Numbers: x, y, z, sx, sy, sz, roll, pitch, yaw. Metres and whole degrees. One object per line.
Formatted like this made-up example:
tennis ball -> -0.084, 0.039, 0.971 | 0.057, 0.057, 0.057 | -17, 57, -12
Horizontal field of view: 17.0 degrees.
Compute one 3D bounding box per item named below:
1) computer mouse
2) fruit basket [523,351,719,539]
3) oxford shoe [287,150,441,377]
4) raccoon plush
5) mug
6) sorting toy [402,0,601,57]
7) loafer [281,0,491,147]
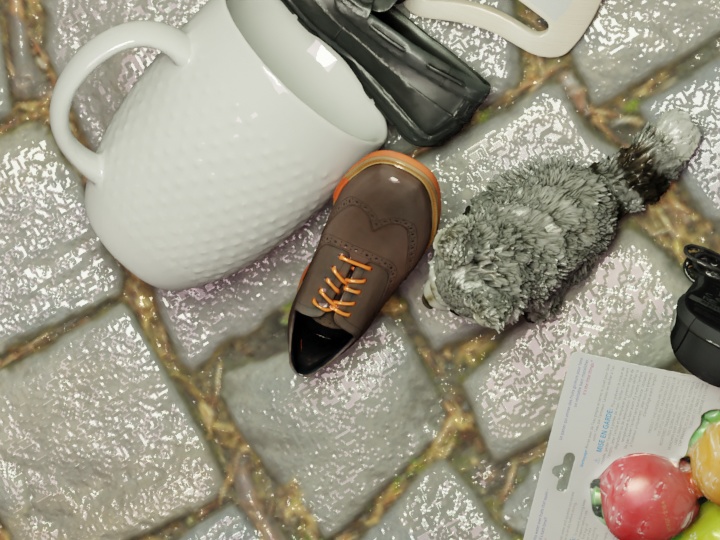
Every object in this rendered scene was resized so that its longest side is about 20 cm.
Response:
computer mouse -> 0.254, 0.050, 1.494 | 0.140, 0.200, 0.046 | 26, 107, 2
fruit basket -> 0.214, 0.139, 1.535 | 0.199, 0.094, 0.186 | 14, 125, 5
oxford shoe -> 0.000, 0.000, 1.548 | 0.071, 0.073, 0.200 | 24, 142, 0
raccoon plush -> 0.121, -0.042, 1.540 | 0.097, 0.134, 0.200 | 42, 102, 7
mug -> -0.111, -0.088, 1.565 | 0.200, 0.148, 0.175 | 31, 113, -36
sorting toy -> 0.099, -0.237, 1.565 | 0.199, 0.107, 0.181 | 18, 117, 11
loafer -> 0.005, -0.172, 1.589 | 0.070, 0.068, 0.201 | -42, 92, 20
